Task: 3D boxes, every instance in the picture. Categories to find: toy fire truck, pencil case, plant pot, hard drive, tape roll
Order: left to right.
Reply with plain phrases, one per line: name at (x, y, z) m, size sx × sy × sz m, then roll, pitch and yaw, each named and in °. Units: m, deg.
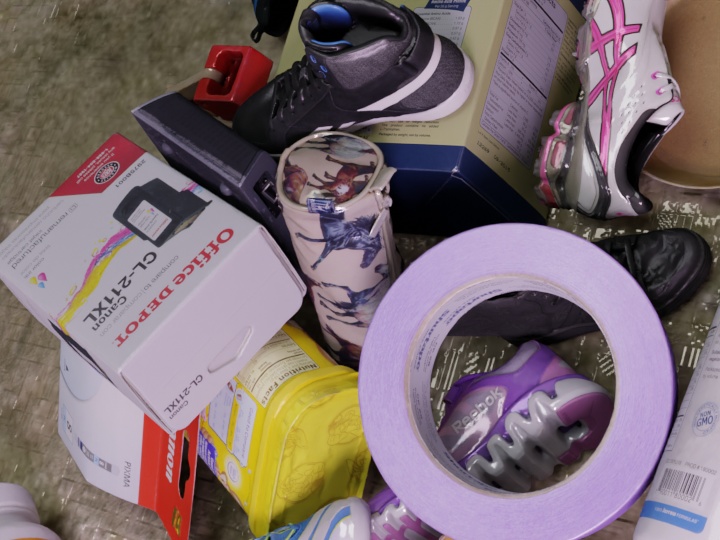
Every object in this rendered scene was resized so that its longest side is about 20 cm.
toy fire truck at (-0.116, -0.126, 1.167) m, size 0.199 × 0.140 × 0.049 m, roll 1°, pitch 68°, yaw 46°
hard drive at (-0.085, -0.053, 1.065) m, size 0.134 × 0.200 × 0.042 m, roll 35°, pitch 78°, yaw 30°
pencil case at (0.000, 0.000, 1.012) m, size 0.089 × 0.201 × 0.078 m, roll 25°, pitch 55°, yaw 38°
tape roll at (0.100, 0.075, 0.890) m, size 0.197 × 0.066 × 0.203 m, roll -3°, pitch 81°, yaw 17°
plant pot at (0.266, -0.146, 0.998) m, size 0.198 × 0.027 × 0.203 m, roll -15°, pitch 61°, yaw 28°

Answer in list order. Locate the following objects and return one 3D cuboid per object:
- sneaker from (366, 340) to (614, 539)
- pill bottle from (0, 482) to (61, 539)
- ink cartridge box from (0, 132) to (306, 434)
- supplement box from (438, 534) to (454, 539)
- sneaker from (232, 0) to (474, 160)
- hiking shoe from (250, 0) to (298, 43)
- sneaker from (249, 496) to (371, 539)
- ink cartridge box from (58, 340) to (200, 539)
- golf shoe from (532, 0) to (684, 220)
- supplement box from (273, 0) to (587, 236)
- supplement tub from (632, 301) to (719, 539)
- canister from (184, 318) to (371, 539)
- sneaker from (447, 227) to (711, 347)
sneaker at (0.078, 0.122, 0.977) m, size 0.199 × 0.080 × 0.089 m, roll -37°, pitch 47°, yaw 8°
pill bottle at (-0.280, 0.277, 1.131) m, size 0.111 × 0.111 × 0.201 m, roll -39°, pitch 52°, yaw 13°
ink cartridge box at (-0.158, 0.003, 1.027) m, size 0.146 × 0.083 × 0.199 m, roll -46°, pitch 46°, yaw -14°
supplement box at (0.118, 0.248, 0.867) m, size 0.199 × 0.069 × 0.067 m, roll 33°, pitch 82°, yaw 28°
sneaker at (-0.031, -0.141, 0.973) m, size 0.198 × 0.112 × 0.074 m, roll -12°, pitch 62°, yaw 31°
hiking shoe at (-0.018, -0.273, 1.238) m, size 0.199 × 0.074 × 0.088 m, roll -22°, pitch 64°, yaw 37°
sneaker at (-0.070, 0.218, 0.967) m, size 0.076 × 0.104 × 0.201 m, roll -95°, pitch 29°, yaw -46°
ink cartridge box at (-0.189, 0.115, 1.114) m, size 0.200 × 0.047 × 0.162 m, roll 45°, pitch 134°, yaw 48°
golf shoe at (0.193, -0.132, 0.984) m, size 0.091 × 0.072 × 0.203 m, roll 15°, pitch 88°, yaw 32°
supplement box at (0.051, -0.144, 1.078) m, size 0.198 × 0.134 × 0.202 m, roll 6°, pitch 72°, yaw 37°
supplement tub at (0.253, 0.097, 0.826) m, size 0.131 × 0.132 × 0.202 m, roll 17°, pitch 79°, yaw 39°
canister at (-0.081, 0.097, 1.064) m, size 0.200 × 0.086 × 0.150 m, roll 42°, pitch 131°, yaw 42°
sneaker at (0.135, 0.006, 0.968) m, size 0.198 × 0.104 × 0.061 m, roll -22°, pitch 57°, yaw 26°
